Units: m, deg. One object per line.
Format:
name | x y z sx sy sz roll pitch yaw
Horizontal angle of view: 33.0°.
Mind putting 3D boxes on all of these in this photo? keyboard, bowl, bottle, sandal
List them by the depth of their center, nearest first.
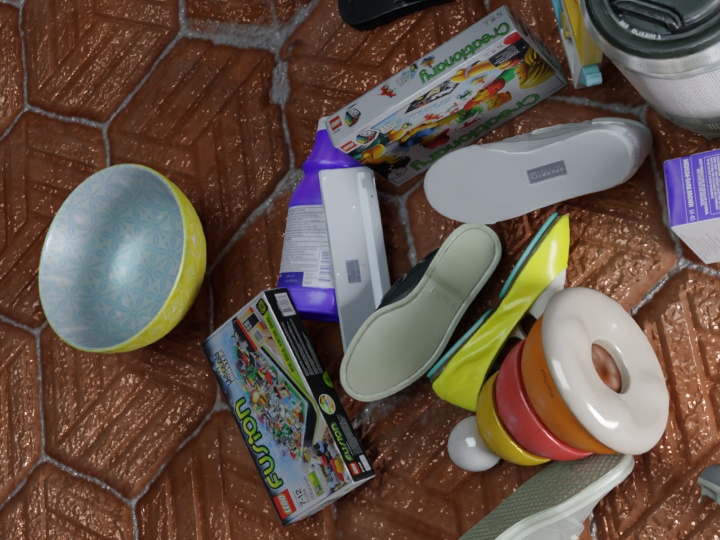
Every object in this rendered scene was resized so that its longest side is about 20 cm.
keyboard | 0.000 0.000 1.164 0.056 0.011 0.202 -7 84 -14
bottle | -0.032 -0.051 1.208 0.083 0.065 0.202 0 77 29
sandal | 0.061 -0.303 1.233 0.199 0.043 0.077 -24 66 24
bowl | -0.233 -0.003 1.291 0.199 0.108 0.202 -8 73 29

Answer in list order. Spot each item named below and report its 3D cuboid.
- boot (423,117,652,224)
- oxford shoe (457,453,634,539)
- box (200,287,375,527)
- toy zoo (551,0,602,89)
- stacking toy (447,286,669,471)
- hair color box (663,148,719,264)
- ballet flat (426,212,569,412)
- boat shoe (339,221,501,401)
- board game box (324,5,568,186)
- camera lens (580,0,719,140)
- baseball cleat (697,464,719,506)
boot | 0.162 -0.091 1.090 0.199 0.095 0.074 -7 99 28
oxford shoe | 0.153 0.219 1.033 0.200 0.075 0.058 -40 102 7
box | -0.072 0.131 1.162 0.110 0.035 0.201 -39 71 36
toy zoo | 0.189 -0.255 1.094 0.020 0.131 0.201 -12 68 2
stacking toy | 0.147 0.116 1.038 0.200 0.146 0.147 -34 61 38
hair color box | 0.351 -0.064 0.954 0.199 0.109 0.065 -10 70 28
ballet flat | 0.141 0.044 1.088 0.067 0.067 0.200 39 102 11
boat shoe | 0.057 0.038 1.132 0.074 0.066 0.200 35 96 4
board game box | 0.081 -0.157 1.132 0.199 0.126 0.035 -30 63 22
camera lens | 0.279 -0.207 0.982 0.159 0.200 0.161 -9 73 29
baseball cleat | 0.362 0.175 0.917 0.199 0.070 0.107 26 84 24
